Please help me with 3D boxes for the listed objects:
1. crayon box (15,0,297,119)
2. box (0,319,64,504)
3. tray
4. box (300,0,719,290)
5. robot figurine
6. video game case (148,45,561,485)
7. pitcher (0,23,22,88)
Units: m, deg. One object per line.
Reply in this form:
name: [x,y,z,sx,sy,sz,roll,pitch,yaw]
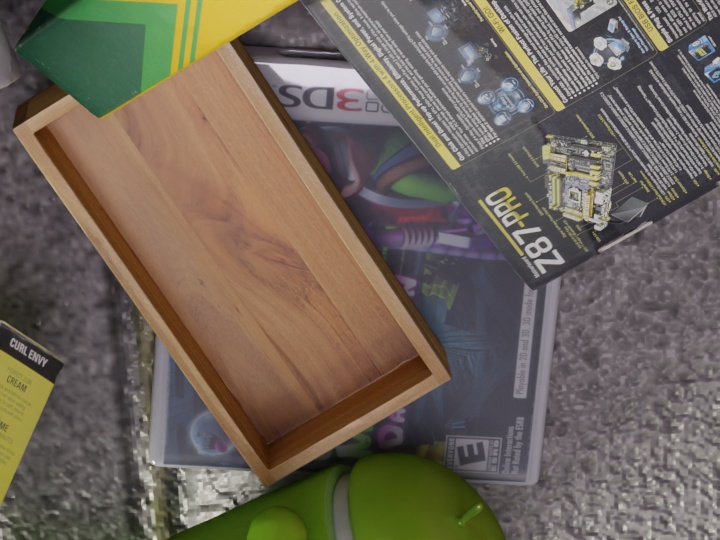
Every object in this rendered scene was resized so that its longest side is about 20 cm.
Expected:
crayon box: [-0.047,-0.145,1.135,0.052,0.126,0.200,39,150,-18]
box: [-0.205,0.114,1.261,0.050,0.075,0.201,37,71,-48]
tray: [-0.054,-0.012,1.270,0.098,0.037,0.200,-31,111,8]
box: [0.086,-0.101,1.202,0.161,0.049,0.200,-32,126,13]
robot figurine: [-0.019,0.154,1.310,0.199,0.116,0.175,-24,151,17]
video game case: [0.000,0.000,1.307,0.181,0.023,0.201,3,112,-4]
pitcher: [-0.187,-0.195,1.178,0.171,0.121,0.200,26,116,9]
